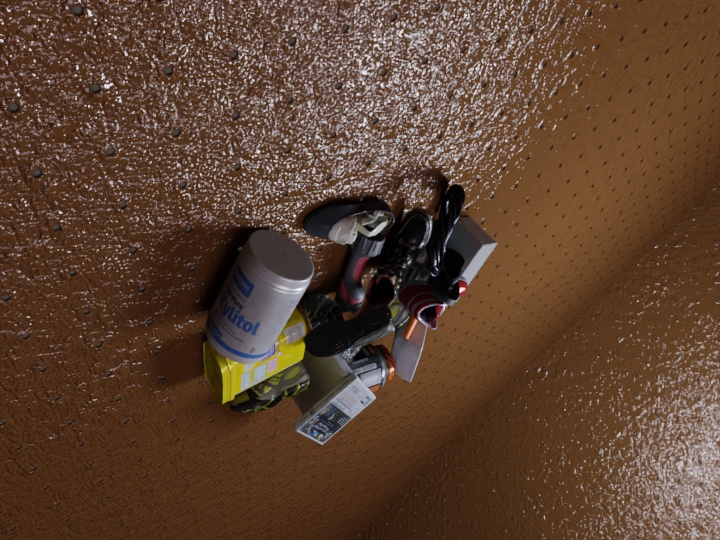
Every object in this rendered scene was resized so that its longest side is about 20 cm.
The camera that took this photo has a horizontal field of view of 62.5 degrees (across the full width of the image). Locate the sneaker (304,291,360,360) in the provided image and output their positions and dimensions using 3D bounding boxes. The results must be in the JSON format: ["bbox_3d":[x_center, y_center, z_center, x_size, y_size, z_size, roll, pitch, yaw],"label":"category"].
[{"bbox_3d":[-0.076,0.119,1.304,0.078,0.089,0.202,-44,132,-15],"label":"sneaker"}]

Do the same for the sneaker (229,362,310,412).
[{"bbox_3d":[-0.208,0.263,1.346,0.195,0.078,0.076,-23,160,4],"label":"sneaker"}]

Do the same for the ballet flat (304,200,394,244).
[{"bbox_3d":[-0.012,-0.088,1.110,0.196,0.074,0.074,-16,144,-38],"label":"ballet flat"}]

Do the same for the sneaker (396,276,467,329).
[{"bbox_3d":[0.181,0.068,1.328,0.194,0.113,0.073,-7,126,-28],"label":"sneaker"}]

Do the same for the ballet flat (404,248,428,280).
[{"bbox_3d":[0.138,-0.015,1.406,0.062,0.068,0.204,12,125,-18],"label":"ballet flat"}]

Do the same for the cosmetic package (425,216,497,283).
[{"bbox_3d":[0.233,-0.022,1.462,0.089,0.107,0.202,-6,138,-50],"label":"cosmetic package"}]

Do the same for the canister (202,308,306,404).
[{"bbox_3d":[-0.210,0.165,1.198,0.196,0.087,0.151,-24,146,-31],"label":"canister"}]

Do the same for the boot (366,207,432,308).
[{"bbox_3d":[0.079,-0.021,1.249,0.202,0.072,0.152,-58,180,40],"label":"boot"}]

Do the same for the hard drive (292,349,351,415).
[{"bbox_3d":[-0.103,0.260,1.410,0.026,0.133,0.203,-7,138,-45],"label":"hard drive"}]

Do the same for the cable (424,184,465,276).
[{"bbox_3d":[0.180,-0.083,1.256,0.165,0.049,0.203,113,-2,-46],"label":"cable"}]

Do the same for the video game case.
[{"bbox_3d":[-0.057,0.330,1.401,0.180,0.023,0.201,-40,153,-5],"label":"video game case"}]

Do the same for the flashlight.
[{"bbox_3d":[0.000,0.000,1.246,0.066,0.068,0.203,-14,142,-37],"label":"flashlight"}]

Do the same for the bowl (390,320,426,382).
[{"bbox_3d":[0.127,0.166,1.550,0.202,0.072,0.205,98,5,-54],"label":"bowl"}]

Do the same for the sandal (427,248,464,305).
[{"bbox_3d":[0.195,0.002,1.318,0.043,0.074,0.202,-59,-175,35],"label":"sandal"}]

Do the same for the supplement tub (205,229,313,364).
[{"bbox_3d":[-0.178,0.048,1.029,0.130,0.133,0.203,-3,134,-48],"label":"supplement tub"}]

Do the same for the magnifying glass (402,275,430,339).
[{"bbox_3d":[0.152,0.070,1.419,0.204,0.022,0.079,-63,168,9],"label":"magnifying glass"}]

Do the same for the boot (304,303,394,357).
[{"bbox_3d":[-0.016,0.142,1.246,0.194,0.069,0.131,-21,160,-4],"label":"boot"}]

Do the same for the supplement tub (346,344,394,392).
[{"bbox_3d":[-0.017,0.260,1.509,0.195,0.124,0.125,-12,142,-33],"label":"supplement tub"}]

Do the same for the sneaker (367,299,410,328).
[{"bbox_3d":[0.033,0.130,1.473,0.197,0.078,0.075,-33,178,23],"label":"sneaker"}]
